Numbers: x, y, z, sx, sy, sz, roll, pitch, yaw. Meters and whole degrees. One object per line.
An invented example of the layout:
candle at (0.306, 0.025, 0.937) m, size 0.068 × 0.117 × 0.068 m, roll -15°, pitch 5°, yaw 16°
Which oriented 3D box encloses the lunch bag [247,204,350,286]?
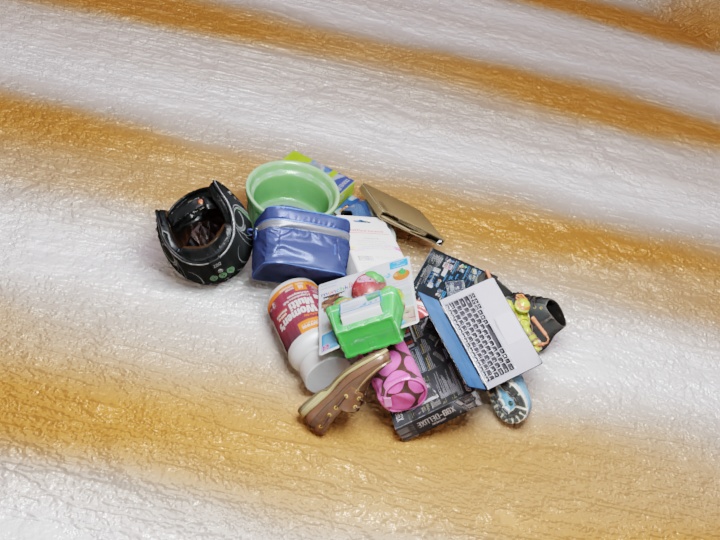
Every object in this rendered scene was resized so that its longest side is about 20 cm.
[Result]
lunch bag at (-0.121, -0.051, 1.621) m, size 0.197 × 0.136 × 0.135 m, roll 10°, pitch 71°, yaw -21°

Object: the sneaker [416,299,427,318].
sneaker at (0.130, 0.134, 1.632) m, size 0.197 × 0.079 × 0.116 m, roll 21°, pitch 40°, yaw 10°

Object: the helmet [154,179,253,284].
helmet at (-0.300, -0.073, 1.652) m, size 0.196 × 0.191 × 0.204 m, roll 0°, pitch 82°, yaw 0°

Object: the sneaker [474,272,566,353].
sneaker at (0.324, 0.062, 1.705) m, size 0.200 × 0.107 × 0.074 m, roll 48°, pitch 42°, yaw 10°

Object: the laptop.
laptop at (0.214, 0.103, 1.500) m, size 0.197 × 0.116 × 0.189 m, roll -21°, pitch 70°, yaw -18°

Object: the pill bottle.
pill bottle at (-0.094, 0.118, 1.560) m, size 0.108 × 0.111 × 0.201 m, roll -8°, pitch 45°, yaw -24°

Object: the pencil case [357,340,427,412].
pencil case at (0.041, 0.158, 1.502) m, size 0.092 × 0.092 × 0.201 m, roll -11°, pitch 41°, yaw -19°

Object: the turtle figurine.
turtle figurine at (0.293, 0.103, 1.645) m, size 0.064 × 0.163 × 0.201 m, roll -15°, pitch 49°, yaw -32°

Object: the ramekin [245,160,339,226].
ramekin at (-0.147, -0.132, 1.775) m, size 0.196 × 0.099 × 0.202 m, roll 8°, pitch 42°, yaw -7°

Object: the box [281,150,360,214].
box at (-0.107, -0.194, 1.948) m, size 0.198 × 0.048 × 0.122 m, roll 27°, pitch 43°, yaw 15°

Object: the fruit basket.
fruit basket at (0.008, 0.053, 1.488) m, size 0.182 × 0.095 × 0.202 m, roll -17°, pitch 39°, yaw 10°

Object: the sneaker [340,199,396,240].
sneaker at (0.016, -0.076, 1.842) m, size 0.088 × 0.080 × 0.201 m, roll -16°, pitch 41°, yaw -20°

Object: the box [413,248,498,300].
box at (0.184, 0.053, 1.758) m, size 0.157 × 0.046 × 0.201 m, roll 23°, pitch 42°, yaw 9°

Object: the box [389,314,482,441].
box at (0.113, 0.186, 1.532) m, size 0.156 × 0.050 × 0.202 m, roll -27°, pitch 46°, yaw 7°

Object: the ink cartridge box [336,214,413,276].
ink cartridge box at (0.017, -0.026, 1.692) m, size 0.115 × 0.068 × 0.201 m, roll 3°, pitch 37°, yaw -21°

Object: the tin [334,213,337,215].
tin at (-0.124, -0.075, 1.820) m, size 0.112 × 0.042 × 0.199 m, roll 39°, pitch 47°, yaw 20°

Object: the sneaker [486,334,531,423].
sneaker at (0.256, 0.193, 1.593) m, size 0.089 × 0.078 × 0.202 m, roll 4°, pitch 54°, yaw -60°

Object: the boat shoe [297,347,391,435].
boat shoe at (-0.017, 0.207, 1.443) m, size 0.068 × 0.199 × 0.072 m, roll 53°, pitch 19°, yaw 9°

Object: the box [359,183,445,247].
box at (0.089, -0.124, 1.858) m, size 0.161 × 0.022 × 0.200 m, roll 24°, pitch 15°, yaw -21°
